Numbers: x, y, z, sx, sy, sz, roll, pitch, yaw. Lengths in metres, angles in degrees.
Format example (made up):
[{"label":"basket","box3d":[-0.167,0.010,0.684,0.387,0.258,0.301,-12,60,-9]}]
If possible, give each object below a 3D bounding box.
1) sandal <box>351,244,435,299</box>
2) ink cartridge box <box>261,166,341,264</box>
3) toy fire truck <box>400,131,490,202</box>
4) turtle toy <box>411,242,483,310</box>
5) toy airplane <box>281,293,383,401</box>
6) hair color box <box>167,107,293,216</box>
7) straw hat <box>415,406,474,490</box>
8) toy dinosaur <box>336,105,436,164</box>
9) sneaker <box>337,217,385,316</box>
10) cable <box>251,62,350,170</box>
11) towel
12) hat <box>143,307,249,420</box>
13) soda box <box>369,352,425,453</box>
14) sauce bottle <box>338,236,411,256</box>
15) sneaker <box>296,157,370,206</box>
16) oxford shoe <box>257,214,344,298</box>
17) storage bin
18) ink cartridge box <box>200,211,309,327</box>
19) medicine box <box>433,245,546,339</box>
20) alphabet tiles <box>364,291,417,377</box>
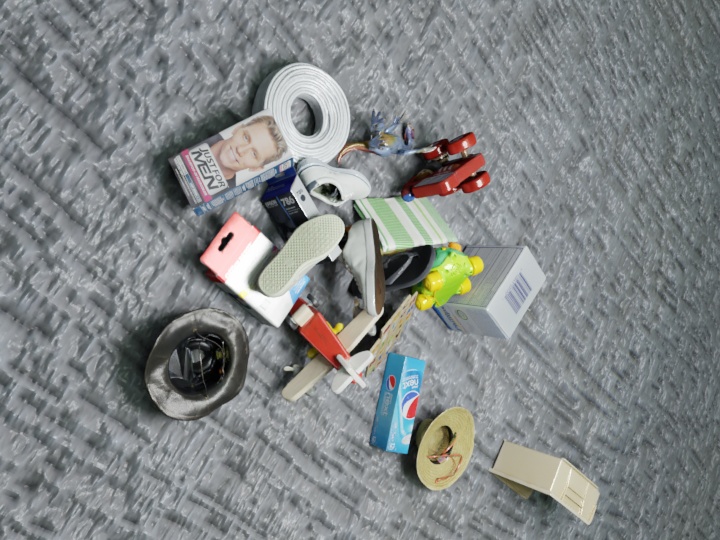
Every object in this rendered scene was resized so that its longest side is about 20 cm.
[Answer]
[{"label":"sandal","box3d":[0.064,0.004,1.236,0.043,0.196,0.078,45,27,-43]},{"label":"ink cartridge box","box3d":[-0.122,-0.102,1.154,0.039,0.098,0.203,-44,113,-38]},{"label":"toy fire truck","box3d":[0.169,-0.203,1.289,0.166,0.198,0.115,-34,108,-28]},{"label":"turtle toy","box3d":[0.167,0.014,1.301,0.142,0.202,0.103,-19,63,-24]},{"label":"toy airplane","box3d":[-0.052,0.152,1.166,0.142,0.193,0.205,63,27,-67]},{"label":"hair color box","box3d":[-0.224,-0.190,1.055,0.196,0.061,0.102,-29,87,-9]},{"label":"straw hat","box3d":[0.171,0.392,1.381,0.197,0.084,0.208,-13,111,-34]},{"label":"toy dinosaur","box3d":[0.056,-0.284,1.288,0.181,0.194,0.108,15,62,-74]},{"label":"sneaker","box3d":[0.000,0.000,1.171,0.073,0.082,0.205,51,31,-57]},{"label":"cable","box3d":[-0.113,-0.296,1.173,0.198,0.069,0.204,34,74,-30]},{"label":"towel","box3d":[0.096,-0.104,1.295,0.195,0.154,0.024,-7,140,-33]},{"label":"hat","box3d":[-0.296,0.158,1.062,0.197,0.080,0.208,-5,98,-42]},{"label":"soda box","box3d":[0.083,0.290,1.327,0.063,0.067,0.206,16,83,-32]},{"label":"sauce bottle","box3d":[0.021,-0.059,1.277,0.195,0.064,0.067,-8,96,-31]},{"label":"sneaker","box3d":[-0.048,-0.161,1.198,0.197,0.073,0.072,7,56,-48]},{"label":"oxford shoe","box3d":[-0.109,-0.027,1.100,0.075,0.058,0.200,43,77,7]},{"label":"storage bin","box3d":[0.465,0.532,1.517,0.198,0.198,0.095,41,69,-27]},{"label":"ink cartridge box","box3d":[-0.204,-0.001,1.123,0.200,0.067,0.118,45,69,-27]},{"label":"medicine box","box3d":[0.288,0.044,1.378,0.103,0.198,0.184,48,68,-24]},{"label":"alphabet tiles","box3d":[0.064,0.135,1.257,0.006,0.202,0.167,33,62,16]}]
